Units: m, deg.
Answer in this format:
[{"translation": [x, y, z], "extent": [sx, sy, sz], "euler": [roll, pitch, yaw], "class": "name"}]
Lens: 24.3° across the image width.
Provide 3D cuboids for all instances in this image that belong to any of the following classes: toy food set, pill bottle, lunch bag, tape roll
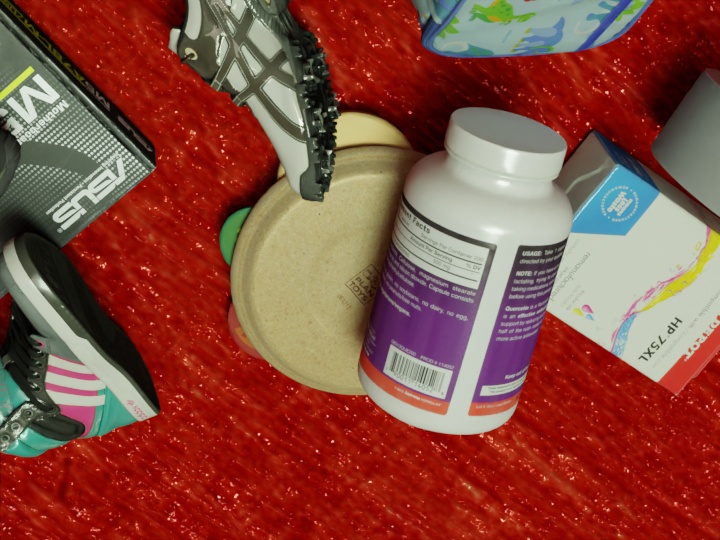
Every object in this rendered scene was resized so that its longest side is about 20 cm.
[{"translation": [0.000, 0.000, 1.176], "extent": [0.200, 0.049, 0.198], "euler": [32, 107, -22], "class": "toy food set"}, {"translation": [0.072, 0.000, 1.097], "extent": [0.112, 0.112, 0.200], "euler": [9, 114, -13], "class": "pill bottle"}, {"translation": [0.128, -0.208, 1.018], "extent": [0.161, 0.083, 0.200], "euler": [-6, 157, -27], "class": "lunch bag"}, {"translation": [0.294, -0.054, 1.112], "extent": [0.200, 0.200, 0.066], "euler": [26, 108, -19], "class": "tape roll"}]

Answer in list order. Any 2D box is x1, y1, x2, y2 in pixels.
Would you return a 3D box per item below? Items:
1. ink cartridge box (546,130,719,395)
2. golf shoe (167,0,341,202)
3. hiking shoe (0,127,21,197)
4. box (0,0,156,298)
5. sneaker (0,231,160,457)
[{"translation": [0.212, 0.006, 1.201], "extent": [0.200, 0.067, 0.116], "euler": [32, 107, -21], "class": "ink cartridge box"}, {"translation": [-0.072, -0.136, 1.087], "extent": [0.094, 0.078, 0.200], "euler": [-13, 101, 11], "class": "golf shoe"}, {"translation": [-0.310, -0.047, 1.041], "extent": [0.200, 0.076, 0.101], "euler": [-28, 121, 8], "class": "hiking shoe"}, {"translation": [-0.271, -0.078, 1.098], "extent": [0.200, 0.048, 0.193], "euler": [-38, 113, 11], "class": "box"}, {"translation": [-0.227, 0.060, 1.133], "extent": [0.121, 0.084, 0.200], "euler": [-25, 140, 2], "class": "sneaker"}]
